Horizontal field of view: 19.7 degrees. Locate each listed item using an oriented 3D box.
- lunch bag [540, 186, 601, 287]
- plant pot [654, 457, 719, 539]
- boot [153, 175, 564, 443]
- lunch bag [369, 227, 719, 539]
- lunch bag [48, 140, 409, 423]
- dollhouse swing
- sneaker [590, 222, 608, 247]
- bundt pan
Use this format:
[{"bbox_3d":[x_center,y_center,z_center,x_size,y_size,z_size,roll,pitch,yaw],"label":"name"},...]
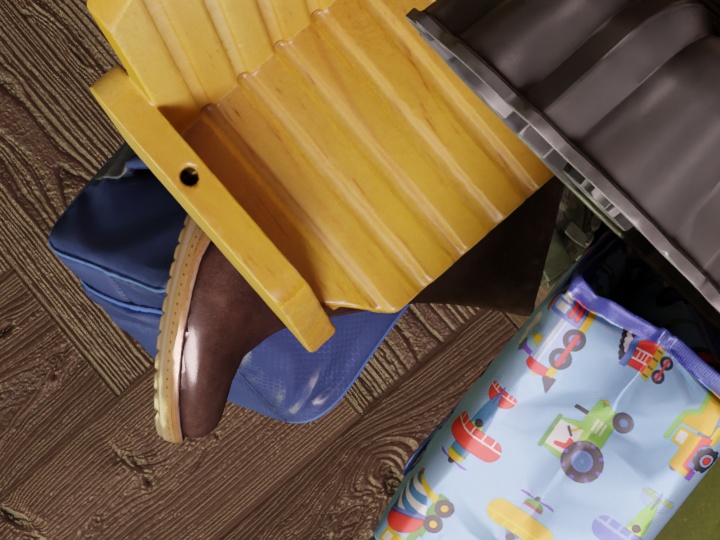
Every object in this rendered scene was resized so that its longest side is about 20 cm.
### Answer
[{"bbox_3d":[0.038,-0.089,1.143,0.168,0.139,0.200,51,180,42],"label":"lunch bag"},{"bbox_3d":[0.142,0.128,1.015,0.200,0.190,0.200,22,142,19],"label":"plant pot"},{"bbox_3d":[0.000,0.000,0.961,0.166,0.200,0.072,16,179,-1],"label":"boot"},{"bbox_3d":[0.089,0.058,0.912,0.094,0.151,0.200,35,-164,-4],"label":"lunch bag"},{"bbox_3d":[-0.066,-0.017,1.090,0.132,0.136,0.200,45,162,-29],"label":"lunch bag"},{"bbox_3d":[0.009,-0.090,0.847,0.182,0.200,0.176,49,174,-3],"label":"dollhouse swing"},{"bbox_3d":[0.115,-0.059,1.286,0.200,0.080,0.086,41,164,16],"label":"sneaker"},{"bbox_3d":[0.114,-0.052,0.781,0.202,0.076,0.202,44,-177,-3],"label":"bundt pan"}]
